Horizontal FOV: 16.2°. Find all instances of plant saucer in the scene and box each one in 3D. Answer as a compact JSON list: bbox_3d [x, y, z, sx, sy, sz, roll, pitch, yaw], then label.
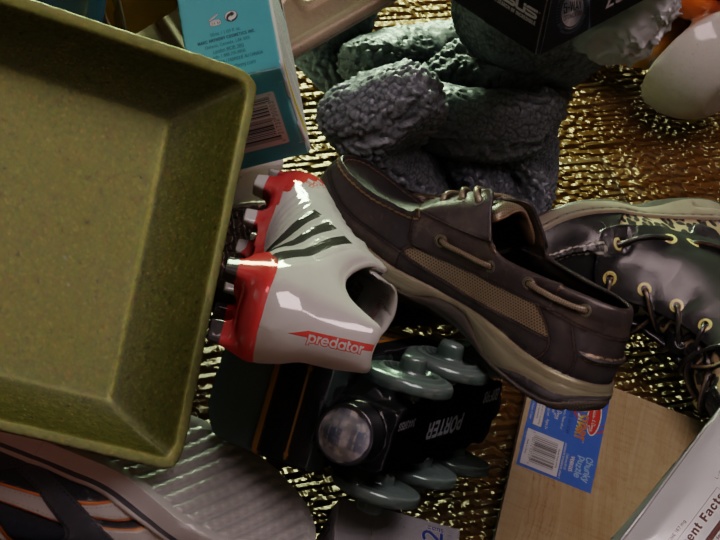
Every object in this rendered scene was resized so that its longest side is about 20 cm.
[{"bbox_3d":[-0.162,-0.023,1.196,0.200,0.048,0.200,16,80,-31],"label":"plant saucer"}]

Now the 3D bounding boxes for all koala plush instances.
[{"bbox_3d":[0.087,-0.133,1.451,0.184,0.200,0.177,36,16,-31],"label":"koala plush"}]

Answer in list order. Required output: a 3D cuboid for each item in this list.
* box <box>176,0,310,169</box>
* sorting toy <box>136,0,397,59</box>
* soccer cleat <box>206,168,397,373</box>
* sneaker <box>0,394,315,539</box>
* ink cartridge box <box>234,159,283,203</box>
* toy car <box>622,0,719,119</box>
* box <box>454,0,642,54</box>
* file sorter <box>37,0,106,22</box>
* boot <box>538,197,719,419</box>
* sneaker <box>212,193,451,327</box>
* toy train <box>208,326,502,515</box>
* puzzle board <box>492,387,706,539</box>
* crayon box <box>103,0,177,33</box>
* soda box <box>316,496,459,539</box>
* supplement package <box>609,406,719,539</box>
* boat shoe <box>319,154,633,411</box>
[{"bbox_3d":[-0.072,-0.158,1.333,0.049,0.082,0.200,-13,58,3],"label":"box"},{"bbox_3d":[-0.063,-0.187,1.419,0.200,0.036,0.185,-28,59,-7],"label":"sorting toy"},{"bbox_3d":[-0.023,0.003,1.243,0.085,0.069,0.200,17,16,-2],"label":"soccer cleat"},{"bbox_3d":[-0.123,0.109,1.258,0.200,0.079,0.078,28,37,-9],"label":"sneaker"},{"bbox_3d":[-0.163,-0.080,1.399,0.200,0.084,0.146,-5,53,-28],"label":"ink cartridge box"},{"bbox_3d":[0.223,-0.209,1.643,0.200,0.150,0.175,-24,63,-38],"label":"toy car"},{"bbox_3d":[0.105,-0.204,1.373,0.160,0.044,0.200,37,47,28],"label":"box"},{"bbox_3d":[-0.236,-0.168,1.293,0.123,0.139,0.200,-24,62,-30],"label":"file sorter"},{"bbox_3d":[0.174,0.032,1.454,0.200,0.073,0.151,-6,45,-37],"label":"boot"},{"bbox_3d":[0.000,0.000,1.400,0.200,0.076,0.070,7,64,-14],"label":"sneaker"},{"bbox_3d":[0.005,0.065,1.308,0.114,0.085,0.200,20,11,19],"label":"toy train"},{"bbox_3d":[0.147,0.148,1.388,0.151,0.017,0.200,21,45,-5],"label":"puzzle board"},{"bbox_3d":[-0.163,-0.207,1.351,0.052,0.126,0.200,-33,60,-17],"label":"crayon box"},{"bbox_3d":[0.002,0.212,1.231,0.068,0.063,0.200,16,46,-11],"label":"soda box"},{"bbox_3d":[0.200,0.194,1.229,0.200,0.191,0.147,38,55,8],"label":"supplement package"},{"bbox_3d":[0.065,-0.008,1.310,0.200,0.073,0.074,38,19,23],"label":"boat shoe"}]
